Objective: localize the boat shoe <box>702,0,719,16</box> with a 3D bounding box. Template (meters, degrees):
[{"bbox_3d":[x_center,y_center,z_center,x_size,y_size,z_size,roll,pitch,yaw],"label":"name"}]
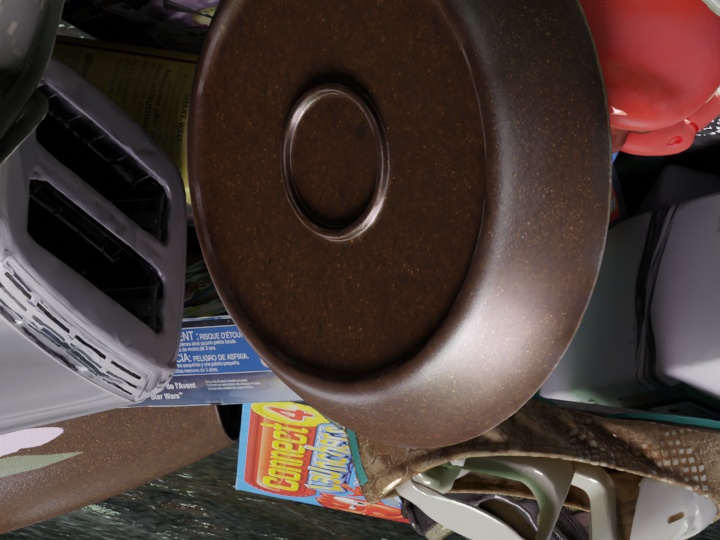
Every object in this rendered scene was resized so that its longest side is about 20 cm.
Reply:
[{"bbox_3d":[0.113,-0.117,0.792,0.199,0.066,0.075,42,-173,-7],"label":"boat shoe"}]

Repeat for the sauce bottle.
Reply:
[{"bbox_3d":[-0.065,-0.052,1.018,0.198,0.066,0.066,10,162,10],"label":"sauce bottle"}]

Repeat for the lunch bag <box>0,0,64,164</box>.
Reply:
[{"bbox_3d":[-0.182,-0.099,0.825,0.163,0.201,0.118,2,158,26],"label":"lunch bag"}]

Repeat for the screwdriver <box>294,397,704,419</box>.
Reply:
[{"bbox_3d":[0.048,0.048,1.079,0.198,0.028,0.029,3,124,9],"label":"screwdriver"}]

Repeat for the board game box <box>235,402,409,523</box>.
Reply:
[{"bbox_3d":[0.039,0.079,1.300,0.194,0.056,0.200,11,161,0],"label":"board game box"}]

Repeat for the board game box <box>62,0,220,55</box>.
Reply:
[{"bbox_3d":[-0.011,-0.099,0.997,0.199,0.033,0.120,-7,158,44],"label":"board game box"}]

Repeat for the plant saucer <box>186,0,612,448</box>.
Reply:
[{"bbox_3d":[0.001,-0.038,0.882,0.034,0.202,0.200,-4,177,-42],"label":"plant saucer"}]

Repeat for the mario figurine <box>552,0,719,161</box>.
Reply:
[{"bbox_3d":[0.070,-0.068,0.921,0.106,0.123,0.200,49,141,13],"label":"mario figurine"}]

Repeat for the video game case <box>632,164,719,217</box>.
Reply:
[{"bbox_3d":[0.204,0.013,1.194,0.180,0.024,0.200,13,162,-2],"label":"video game case"}]

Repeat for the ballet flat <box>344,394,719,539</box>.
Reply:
[{"bbox_3d":[0.084,0.085,1.042,0.199,0.066,0.071,11,155,-16],"label":"ballet flat"}]

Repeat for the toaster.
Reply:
[{"bbox_3d":[-0.148,-0.013,0.935,0.128,0.114,0.200,-10,153,23],"label":"toaster"}]

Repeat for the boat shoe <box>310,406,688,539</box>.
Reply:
[{"bbox_3d":[0.046,0.087,1.120,0.199,0.065,0.073,29,154,1],"label":"boat shoe"}]

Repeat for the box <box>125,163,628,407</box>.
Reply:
[{"bbox_3d":[0.000,0.000,1.067,0.136,0.040,0.200,-4,-162,41],"label":"box"}]

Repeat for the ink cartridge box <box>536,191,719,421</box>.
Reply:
[{"bbox_3d":[0.170,0.035,1.111,0.145,0.085,0.200,23,159,-27],"label":"ink cartridge box"}]

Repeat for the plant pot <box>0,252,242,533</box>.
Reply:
[{"bbox_3d":[-0.164,0.049,1.334,0.198,0.188,0.187,-6,159,8],"label":"plant pot"}]
